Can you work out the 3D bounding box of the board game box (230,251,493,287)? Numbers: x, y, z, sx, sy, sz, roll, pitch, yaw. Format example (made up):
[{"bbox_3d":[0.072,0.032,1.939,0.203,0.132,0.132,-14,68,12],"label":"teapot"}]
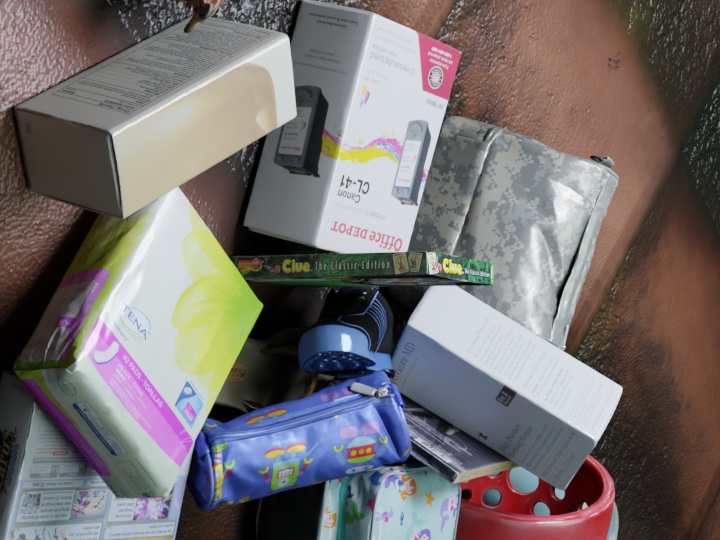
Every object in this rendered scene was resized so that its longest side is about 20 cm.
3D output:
[{"bbox_3d":[0.000,0.000,1.640,0.105,0.199,0.024,5,86,-56],"label":"board game box"}]

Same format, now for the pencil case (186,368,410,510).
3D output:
[{"bbox_3d":[-0.052,0.141,1.656,0.199,0.078,0.087,-13,141,-18],"label":"pencil case"}]

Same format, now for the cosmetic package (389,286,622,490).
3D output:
[{"bbox_3d":[0.126,0.103,1.783,0.074,0.199,0.102,-57,174,-37],"label":"cosmetic package"}]

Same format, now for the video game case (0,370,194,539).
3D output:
[{"bbox_3d":[-0.215,0.172,1.541,0.199,0.045,0.183,7,96,-55],"label":"video game case"}]

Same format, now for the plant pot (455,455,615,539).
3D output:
[{"bbox_3d":[0.144,0.278,1.954,0.200,0.200,0.184,-20,122,-49],"label":"plant pot"}]

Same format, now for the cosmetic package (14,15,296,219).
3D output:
[{"bbox_3d":[-0.149,-0.118,1.470,0.200,0.105,0.072,-34,129,-41],"label":"cosmetic package"}]

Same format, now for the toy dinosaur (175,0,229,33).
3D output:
[{"bbox_3d":[-0.096,-0.248,1.518,0.136,0.085,0.200,-69,163,10],"label":"toy dinosaur"}]

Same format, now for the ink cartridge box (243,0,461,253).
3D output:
[{"bbox_3d":[-0.005,-0.114,1.688,0.147,0.085,0.201,12,91,-56],"label":"ink cartridge box"}]

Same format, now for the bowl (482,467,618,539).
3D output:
[{"bbox_3d":[0.206,0.280,2.124,0.200,0.105,0.202,-25,122,-48],"label":"bowl"}]

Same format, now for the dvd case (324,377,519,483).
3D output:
[{"bbox_3d":[0.067,0.141,1.809,0.016,0.148,0.200,-62,158,13],"label":"dvd case"}]

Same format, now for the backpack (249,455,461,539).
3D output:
[{"bbox_3d":[0.005,0.225,1.794,0.200,0.150,0.179,-9,110,-58],"label":"backpack"}]

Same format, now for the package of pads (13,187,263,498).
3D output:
[{"bbox_3d":[-0.166,0.047,1.490,0.155,0.068,0.201,57,42,-35],"label":"package of pads"}]

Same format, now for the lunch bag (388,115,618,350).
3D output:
[{"bbox_3d":[0.141,-0.027,1.854,0.139,0.167,0.201,29,80,-54],"label":"lunch bag"}]

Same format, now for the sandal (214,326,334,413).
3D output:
[{"bbox_3d":[-0.072,0.091,1.699,0.200,0.054,0.081,7,98,-59],"label":"sandal"}]

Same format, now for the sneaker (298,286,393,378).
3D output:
[{"bbox_3d":[-0.013,0.048,1.697,0.200,0.070,0.079,36,49,-78],"label":"sneaker"}]
